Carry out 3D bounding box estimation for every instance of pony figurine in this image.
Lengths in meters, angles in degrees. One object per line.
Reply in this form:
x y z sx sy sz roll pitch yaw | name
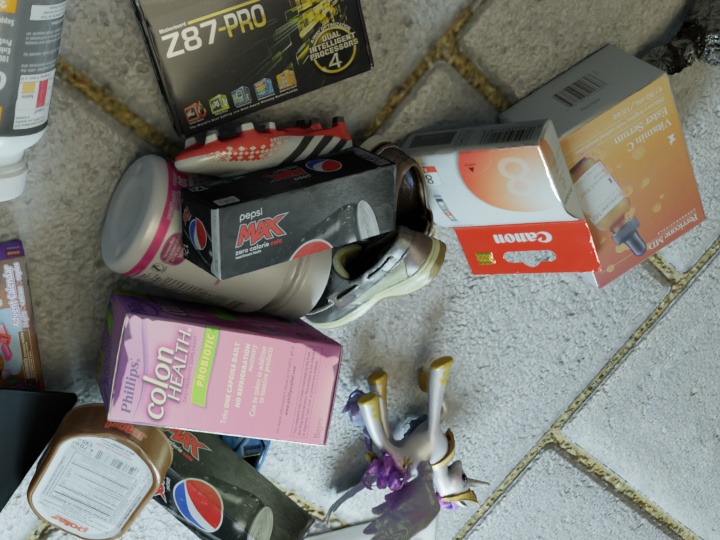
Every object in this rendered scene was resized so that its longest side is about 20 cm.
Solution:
0.050 0.218 1.266 0.192 0.166 0.201 -23 108 -21 | pony figurine

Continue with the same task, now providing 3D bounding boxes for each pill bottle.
-0.308 -0.166 0.901 0.116 0.116 0.201 4 114 -26 | pill bottle
-0.134 -0.025 1.057 0.199 0.113 0.114 20 106 -32 | pill bottle

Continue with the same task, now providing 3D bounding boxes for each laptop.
-0.404 0.146 1.039 0.199 0.103 0.178 35 100 -8 | laptop

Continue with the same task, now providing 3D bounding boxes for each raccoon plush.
0.403 -0.247 1.229 0.199 0.097 0.134 -23 144 23 | raccoon plush

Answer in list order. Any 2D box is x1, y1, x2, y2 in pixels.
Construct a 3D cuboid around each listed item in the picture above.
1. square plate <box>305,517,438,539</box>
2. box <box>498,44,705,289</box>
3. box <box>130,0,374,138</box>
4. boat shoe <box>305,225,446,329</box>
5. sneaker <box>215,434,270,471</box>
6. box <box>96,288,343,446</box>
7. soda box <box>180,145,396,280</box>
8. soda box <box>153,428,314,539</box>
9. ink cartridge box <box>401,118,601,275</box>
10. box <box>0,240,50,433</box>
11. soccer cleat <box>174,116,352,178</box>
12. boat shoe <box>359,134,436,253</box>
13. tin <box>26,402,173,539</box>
0.008 0.405 1.404 0.197 0.028 0.201 -9 119 -21 | square plate
0.265 -0.111 1.200 0.152 0.106 0.201 -33 124 -6 | box
-0.098 -0.229 1.004 0.199 0.049 0.162 -21 121 -12 | box
0.000 0.001 1.115 0.066 0.200 0.072 39 51 -23 | boat shoe
-0.115 0.147 1.181 0.065 0.078 0.201 3 113 -24 | sneaker
-0.139 0.088 1.047 0.199 0.176 0.097 9 93 -17 | box
-0.060 -0.054 0.992 0.199 0.063 0.071 -18 120 -35 | soda box
-0.149 0.227 1.129 0.071 0.200 0.063 -43 168 -49 | soda box
0.146 -0.058 1.149 0.050 0.161 0.201 -58 134 -41 | ink cartridge box
-0.375 0.078 1.046 0.136 0.039 0.201 -10 120 -19 | box
-0.083 -0.096 1.038 0.199 0.068 0.086 -13 98 -43 | soccer cleat
0.043 -0.050 1.134 0.072 0.059 0.201 -42 143 -22 | boat shoe
-0.256 0.200 1.074 0.112 0.042 0.200 30 132 -9 | tin
